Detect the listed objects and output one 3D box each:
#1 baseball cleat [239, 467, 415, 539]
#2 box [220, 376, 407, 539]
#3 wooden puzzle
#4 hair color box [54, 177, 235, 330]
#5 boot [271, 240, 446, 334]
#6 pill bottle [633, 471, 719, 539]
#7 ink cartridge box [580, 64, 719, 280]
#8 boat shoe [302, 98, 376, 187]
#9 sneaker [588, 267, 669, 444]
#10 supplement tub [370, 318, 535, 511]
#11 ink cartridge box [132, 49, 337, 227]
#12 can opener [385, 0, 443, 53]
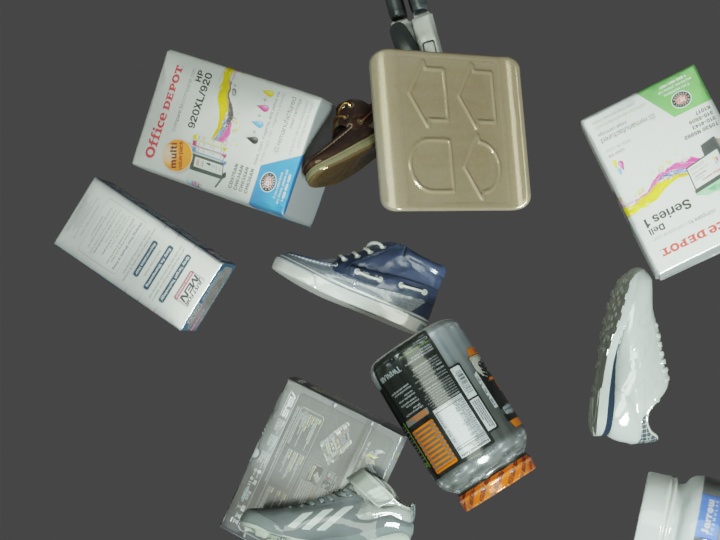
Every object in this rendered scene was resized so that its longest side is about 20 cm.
[{"bbox_3d":[-0.036,0.276,1.696,0.199,0.070,0.107,10,82,1],"label":"baseball cleat"},{"bbox_3d":[-0.055,0.250,1.752,0.158,0.048,0.201,25,92,11],"label":"box"},{"bbox_3d":[0.100,-0.160,1.712,0.199,0.046,0.186,-2,85,-30],"label":"wooden puzzle"},{"bbox_3d":[-0.265,-0.019,1.807,0.200,0.061,0.100,34,94,12],"label":"hair color box"},{"bbox_3d":[0.000,0.000,1.753,0.199,0.073,0.091,23,83,5],"label":"boot"},{"bbox_3d":[0.407,0.292,1.620,0.199,0.114,0.114,12,89,12],"label":"pill bottle"},{"bbox_3d":[0.359,-0.109,1.670,0.144,0.084,0.201,-26,82,9],"label":"ink cartridge box"},{"bbox_3d":[-0.005,-0.165,1.714,0.200,0.072,0.072,-36,81,-33],"label":"boat shoe"},{"bbox_3d":[0.316,0.098,1.681,0.080,0.076,0.201,10,93,1],"label":"sneaker"},{"bbox_3d":[0.109,0.167,1.686,0.122,0.123,0.200,-33,81,8],"label":"supplement tub"},{"bbox_3d":[-0.141,-0.156,1.747,0.199,0.145,0.148,19,91,13],"label":"ink cartridge box"},{"bbox_3d":[0.053,-0.323,1.757,0.053,0.067,0.201,-16,84,10],"label":"can opener"}]
